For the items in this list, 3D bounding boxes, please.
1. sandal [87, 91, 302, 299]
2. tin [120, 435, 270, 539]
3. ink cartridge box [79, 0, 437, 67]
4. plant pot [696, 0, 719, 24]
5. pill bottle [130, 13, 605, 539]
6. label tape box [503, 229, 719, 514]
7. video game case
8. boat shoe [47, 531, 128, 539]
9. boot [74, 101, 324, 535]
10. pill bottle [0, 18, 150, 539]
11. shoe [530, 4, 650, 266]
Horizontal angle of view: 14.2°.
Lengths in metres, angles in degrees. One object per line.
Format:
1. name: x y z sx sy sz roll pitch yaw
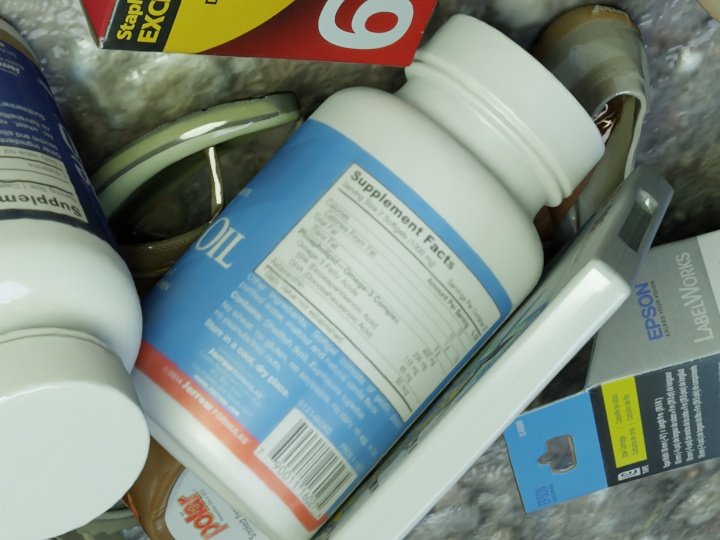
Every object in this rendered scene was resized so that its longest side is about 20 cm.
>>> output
1. sandal: -0.096 -0.006 1.173 0.201 0.057 0.080 -40 175 17
2. tin: -0.012 0.051 1.228 0.200 0.042 0.112 -34 141 -5
3. ink cartridge box: -0.039 -0.178 1.033 0.175 0.084 0.200 1 131 -27
4. plant pot: 0.167 -0.205 1.045 0.200 0.175 0.200 -15 138 -14
5. pill bottle: 0.000 0.000 1.126 0.200 0.112 0.112 -48 139 -9
6. label tape box: 0.158 0.038 1.332 0.200 0.063 0.144 -15 157 2
7. video game case: 0.042 0.051 1.134 0.022 0.182 0.200 41 107 0
8. boat shoe: -0.165 0.117 1.276 0.057 0.067 0.200 -40 141 7
9. boot: -0.053 0.019 1.234 0.182 0.073 0.200 -8 142 -39
10. pill bottle: -0.145 0.001 1.068 0.111 0.200 0.111 -15 138 -14
11. shoe: 0.076 -0.023 1.271 0.070 0.053 0.200 0 132 -28
